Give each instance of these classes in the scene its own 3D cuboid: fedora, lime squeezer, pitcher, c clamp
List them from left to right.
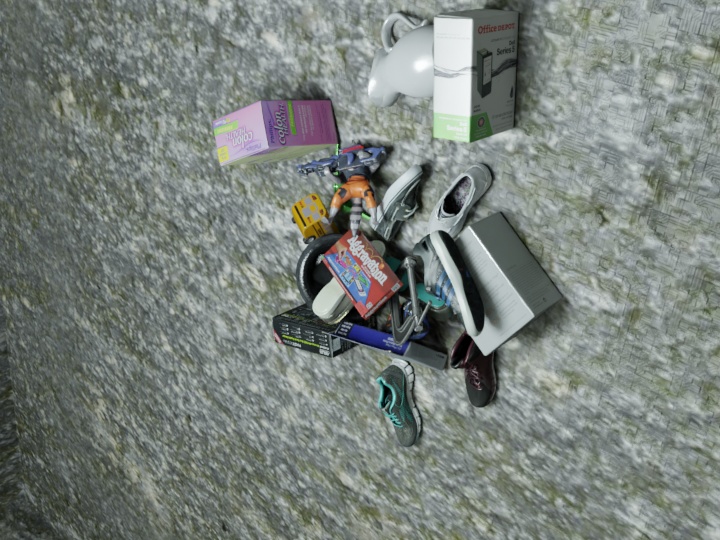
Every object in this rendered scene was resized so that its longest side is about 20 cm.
[{"bbox_3d":[-0.044,0.014,1.813,0.195,0.092,0.206,0,97,-1],"label":"fedora"},{"bbox_3d":[-0.031,-0.172,1.796,0.070,0.037,0.203,-32,82,46],"label":"lime squeezer"},{"bbox_3d":[0.095,0.051,1.612,0.202,0.026,0.173,-99,24,-46],"label":"c clamp"},{"bbox_3d":[0.099,-0.402,1.532,0.198,0.119,0.176,0,91,56],"label":"pitcher"}]

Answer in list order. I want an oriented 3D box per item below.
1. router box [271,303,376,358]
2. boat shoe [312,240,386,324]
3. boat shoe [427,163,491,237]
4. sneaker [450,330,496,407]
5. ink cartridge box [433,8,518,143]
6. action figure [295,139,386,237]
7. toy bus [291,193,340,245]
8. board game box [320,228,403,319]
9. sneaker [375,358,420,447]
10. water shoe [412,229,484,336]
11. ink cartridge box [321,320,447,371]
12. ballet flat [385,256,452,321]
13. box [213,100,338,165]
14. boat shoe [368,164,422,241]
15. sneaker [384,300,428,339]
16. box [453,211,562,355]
[{"bbox_3d":[-0.083,0.127,1.885,0.197,0.148,0.064,10,114,42],"label":"router box"},{"bbox_3d":[-0.015,0.025,1.737,0.072,0.202,0.060,38,174,43],"label":"boat shoe"},{"bbox_3d":[0.176,-0.119,1.588,0.073,0.068,0.200,55,135,13],"label":"boat shoe"},{"bbox_3d":[0.212,0.192,1.641,0.075,0.114,0.205,17,117,38],"label":"sneaker"},{"bbox_3d":[0.196,-0.336,1.426,0.083,0.144,0.205,17,118,39],"label":"ink cartridge box"},{"bbox_3d":[-0.033,-0.177,1.715,0.195,0.105,0.197,-3,62,20],"label":"action figure"},{"bbox_3d":[-0.094,-0.090,1.813,0.066,0.077,0.200,59,180,21],"label":"toy bus"},{"bbox_3d":[0.000,0.000,1.682,0.103,0.019,0.201,-42,46,4],"label":"board game box"},{"bbox_3d":[0.075,0.301,1.839,0.077,0.090,0.205,0,106,45],"label":"sneaker"},{"bbox_3d":[0.159,0.030,1.501,0.078,0.071,0.204,-27,76,30],"label":"water shoe"},{"bbox_3d":[0.051,0.151,1.736,0.197,0.198,0.041,13,83,40],"label":"ink cartridge box"},{"bbox_3d":[0.110,0.044,1.727,0.199,0.067,0.064,34,158,34],"label":"ballet flat"},{"bbox_3d":[-0.181,-0.294,1.774,0.174,0.198,0.099,-9,93,46],"label":"box"},{"bbox_3d":[0.085,-0.134,1.683,0.071,0.072,0.201,46,143,9],"label":"boat shoe"},{"bbox_3d":[0.110,0.106,1.698,0.200,0.077,0.077,-159,88,-80],"label":"sneaker"},{"bbox_3d":[0.245,0.024,1.548,0.202,0.105,0.152,56,136,12],"label":"box"}]
